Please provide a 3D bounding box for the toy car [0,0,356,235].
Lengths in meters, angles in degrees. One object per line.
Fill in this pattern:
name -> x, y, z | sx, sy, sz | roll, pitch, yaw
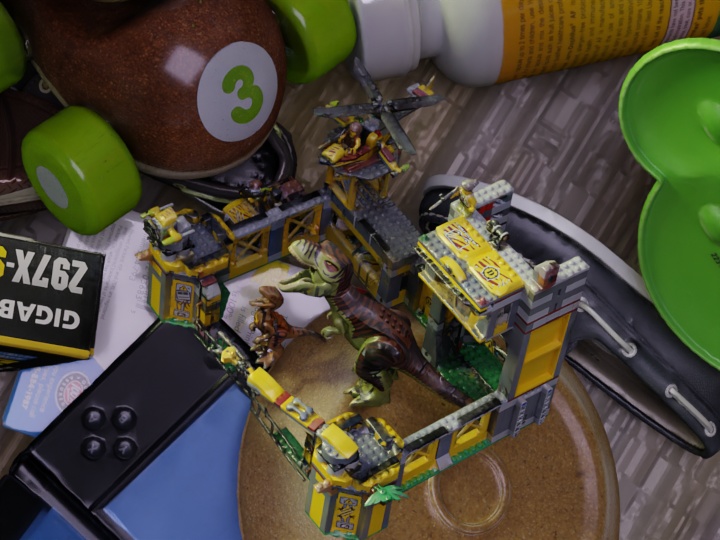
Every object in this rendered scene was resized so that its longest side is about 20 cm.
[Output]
toy car -> -0.088, -0.141, 0.832 | 0.164, 0.200, 0.158 | -37, 78, -26

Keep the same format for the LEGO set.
LEGO set -> 0.000, 0.000, 0.816 | 0.153, 0.116, 0.200 | -17, 52, -22

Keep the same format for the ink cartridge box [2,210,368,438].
ink cartridge box -> -0.059, 0.051, 0.940 | 0.199, 0.067, 0.117 | 19, 85, -6

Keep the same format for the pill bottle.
pill bottle -> 0.086, -0.153, 0.955 | 0.199, 0.113, 0.113 | -12, 87, -8

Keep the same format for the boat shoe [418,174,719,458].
boat shoe -> 0.109, 0.023, 0.964 | 0.200, 0.076, 0.060 | 30, 76, -4

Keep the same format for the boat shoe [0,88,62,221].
boat shoe -> -0.229, -0.043, 0.927 | 0.202, 0.075, 0.075 | 1, 51, -1

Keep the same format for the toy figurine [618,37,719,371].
toy figurine -> 0.219, -0.070, 0.942 | 0.200, 0.150, 0.184 | 54, 41, -18

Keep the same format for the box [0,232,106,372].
box -> -0.215, 0.009, 0.839 | 0.159, 0.200, 0.050 | 9, 81, -24

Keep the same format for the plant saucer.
plant saucer -> 0.042, 0.101, 0.884 | 0.200, 0.035, 0.201 | 6, 75, -24

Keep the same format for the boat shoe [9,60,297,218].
boat shoe -> -0.120, -0.091, 0.947 | 0.201, 0.061, 0.072 | 28, 83, -5

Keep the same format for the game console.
game console -> -0.066, 0.145, 0.851 | 0.172, 0.119, 0.200 | -44, 100, 4
